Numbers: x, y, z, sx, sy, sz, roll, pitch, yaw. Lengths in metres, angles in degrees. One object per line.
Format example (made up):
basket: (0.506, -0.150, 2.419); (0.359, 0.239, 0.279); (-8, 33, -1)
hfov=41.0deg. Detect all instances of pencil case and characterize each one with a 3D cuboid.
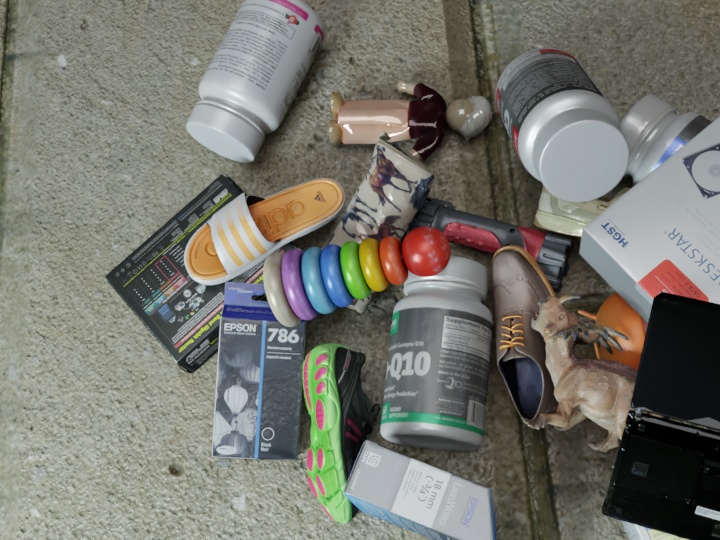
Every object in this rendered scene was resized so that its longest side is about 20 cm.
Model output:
pencil case: (0.011, -0.055, 1.114); (0.089, 0.078, 0.200); (31, 103, 15)

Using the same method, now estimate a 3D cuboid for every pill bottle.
pill bottle: (0.224, -0.165, 1.083); (0.114, 0.114, 0.200); (-14, 32, 5)
pill bottle: (-0.135, -0.246, 1.222); (0.113, 0.113, 0.200); (21, 76, 16)
pill bottle: (0.382, -0.106, 1.084); (0.200, 0.114, 0.114); (39, 81, 19)
pill bottle: (0.087, 0.092, 1.068); (0.113, 0.113, 0.200); (3, 71, 11)

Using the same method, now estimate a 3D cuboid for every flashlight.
flashlight: (0.144, -0.030, 1.129); (0.200, 0.068, 0.068); (14, 118, 17)

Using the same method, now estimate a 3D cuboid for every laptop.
laptop: (0.334, 0.146, 0.886); (0.177, 0.200, 0.103); (13, 32, 15)

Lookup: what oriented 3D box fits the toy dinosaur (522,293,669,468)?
toy dinosaur: (0.251, 0.118, 0.974); (0.200, 0.086, 0.136); (28, 97, 6)

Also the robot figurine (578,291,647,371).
robot figurine: (0.339, 0.067, 1.032); (0.200, 0.144, 0.117); (-8, 39, 7)

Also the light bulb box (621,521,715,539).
light bulb box: (0.380, 0.273, 0.948); (0.198, 0.125, 0.200); (-23, 68, 3)

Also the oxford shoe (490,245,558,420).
oxford shoe: (0.179, 0.069, 1.054); (0.071, 0.073, 0.200); (-18, 82, 28)

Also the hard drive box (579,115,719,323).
hard drive box: (0.347, -0.037, 0.965); (0.200, 0.077, 0.156); (-40, 69, -5)

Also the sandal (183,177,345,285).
sandal: (-0.116, -0.061, 1.117); (0.207, 0.059, 0.079); (-29, 69, -7)

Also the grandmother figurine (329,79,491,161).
grandmother figurine: (0.063, -0.186, 1.198); (0.200, 0.061, 0.121); (-2, 80, 12)

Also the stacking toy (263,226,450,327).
stacking toy: (0.000, 0.000, 1.043); (0.200, 0.085, 0.085); (-14, 69, 14)

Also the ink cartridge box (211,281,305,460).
ink cartridge box: (-0.114, 0.113, 1.099); (0.099, 0.039, 0.200); (2, 85, -4)

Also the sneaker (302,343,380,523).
sneaker: (-0.014, 0.181, 1.071); (0.084, 0.077, 0.200); (0, 87, -30)

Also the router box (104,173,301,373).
router box: (-0.184, 0.002, 1.172); (0.200, 0.062, 0.150); (-42, 70, -6)

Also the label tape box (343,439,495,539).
label tape box: (0.094, 0.250, 0.996); (0.200, 0.144, 0.063); (19, 73, 15)

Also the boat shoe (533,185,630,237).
boat shoe: (0.294, -0.060, 1.071); (0.200, 0.072, 0.065); (15, 100, 27)
